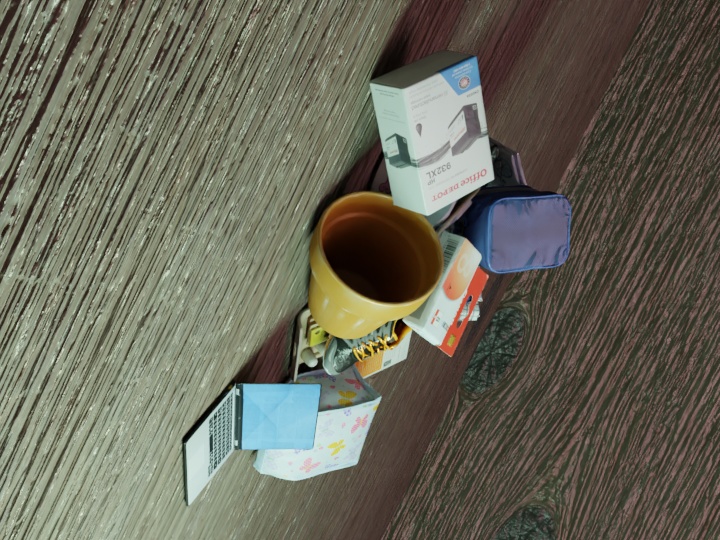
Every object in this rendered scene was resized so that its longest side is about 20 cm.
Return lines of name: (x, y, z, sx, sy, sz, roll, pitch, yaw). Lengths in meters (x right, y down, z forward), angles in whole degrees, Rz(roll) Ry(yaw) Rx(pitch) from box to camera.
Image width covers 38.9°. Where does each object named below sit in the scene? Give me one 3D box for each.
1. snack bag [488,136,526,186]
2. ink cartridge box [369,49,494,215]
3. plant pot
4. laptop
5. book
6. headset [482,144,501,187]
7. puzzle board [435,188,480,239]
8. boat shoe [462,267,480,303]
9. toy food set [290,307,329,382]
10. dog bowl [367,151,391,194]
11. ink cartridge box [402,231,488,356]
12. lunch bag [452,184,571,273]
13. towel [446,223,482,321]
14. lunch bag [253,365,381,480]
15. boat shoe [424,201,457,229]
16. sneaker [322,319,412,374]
snack bag: (0.247, -0.181, 1.924, 0.021, 0.188, 0.201, -38, 135, -16)
ink cartridge box: (0.109, -0.204, 1.509, 0.145, 0.084, 0.201, -29, 122, -28)
plant pot: (0.003, 0.011, 1.578, 0.200, 0.200, 0.183, -51, 176, -37)
laptop: (-0.166, 0.267, 1.560, 0.200, 0.115, 0.188, -50, 160, -38)
book: (0.008, 0.141, 1.886, 0.199, 0.048, 0.134, -19, 138, -29)
headset: (0.192, -0.196, 1.847, 0.094, 0.123, 0.200, -69, -159, 8)
puzzle board: (0.112, -0.060, 1.707, 0.150, 0.017, 0.200, -32, -169, 43)
boat shoe: (0.135, 0.008, 1.727, 0.200, 0.072, 0.073, 13, 91, -53)
toy food set: (-0.027, 0.107, 1.734, 0.199, 0.060, 0.144, -22, 144, -26)
dog bowl: (0.087, -0.161, 1.747, 0.201, 0.074, 0.200, -56, 163, -26)
ink cartridge box: (0.157, 0.049, 1.666, 0.200, 0.050, 0.163, 37, 75, -52)
lunch bag: (0.254, -0.075, 1.790, 0.199, 0.132, 0.137, -4, 104, -25)
towel: (0.130, 0.002, 1.845, 0.086, 0.165, 0.201, 120, -30, -62)
lunch bag: (-0.087, 0.266, 1.796, 0.199, 0.127, 0.170, -10, 130, -37)
boat shoe: (0.137, -0.124, 1.698, 0.201, 0.071, 0.091, -57, 163, -21)
sneaker: (0.023, 0.106, 1.683, 0.200, 0.077, 0.078, -40, 139, -4)
